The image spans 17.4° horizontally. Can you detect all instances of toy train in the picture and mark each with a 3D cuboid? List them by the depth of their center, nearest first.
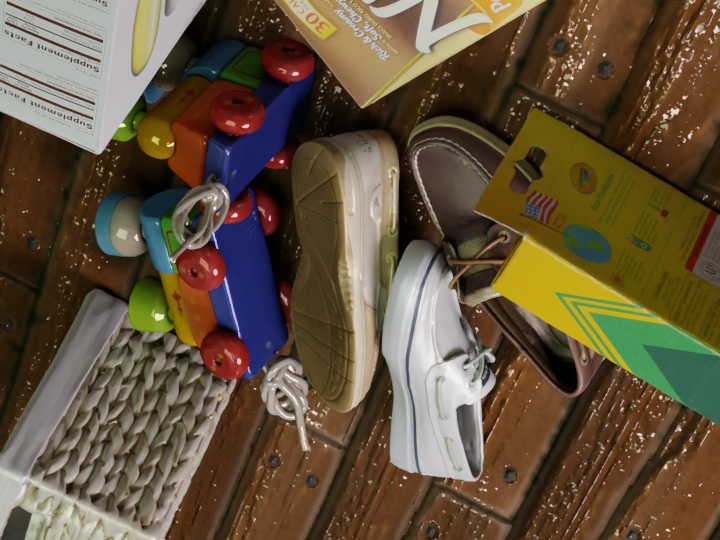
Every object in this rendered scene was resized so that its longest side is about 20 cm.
[{"bbox_3d":[-0.117,-0.082,1.443,0.116,0.200,0.085,22,129,15],"label":"toy train"},{"bbox_3d":[-0.106,0.035,1.590,0.116,0.085,0.200,9,127,32],"label":"toy train"}]

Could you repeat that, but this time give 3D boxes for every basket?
[{"bbox_3d":[-0.180,0.136,1.628,0.123,0.200,0.136,25,130,-2],"label":"basket"}]

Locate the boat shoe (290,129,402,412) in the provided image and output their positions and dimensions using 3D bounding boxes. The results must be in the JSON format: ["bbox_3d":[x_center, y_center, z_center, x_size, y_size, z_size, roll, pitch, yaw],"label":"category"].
[{"bbox_3d":[0.000,0.000,1.528,0.074,0.069,0.200,35,136,41],"label":"boat shoe"}]

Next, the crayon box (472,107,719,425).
[{"bbox_3d":[0.163,-0.004,1.417,0.200,0.127,0.051,32,130,2],"label":"crayon box"}]

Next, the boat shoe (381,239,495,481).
[{"bbox_3d":[0.058,0.061,1.550,0.067,0.074,0.200,15,140,17],"label":"boat shoe"}]

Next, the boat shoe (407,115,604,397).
[{"bbox_3d":[0.091,-0.005,1.482,0.072,0.072,0.200,-20,113,34],"label":"boat shoe"}]

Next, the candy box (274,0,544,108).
[{"bbox_3d":[0.045,-0.192,1.383,0.200,0.055,0.115,-29,108,35],"label":"candy box"}]

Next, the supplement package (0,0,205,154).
[{"bbox_3d":[-0.163,-0.216,1.349,0.147,0.191,0.200,24,143,6],"label":"supplement package"}]
